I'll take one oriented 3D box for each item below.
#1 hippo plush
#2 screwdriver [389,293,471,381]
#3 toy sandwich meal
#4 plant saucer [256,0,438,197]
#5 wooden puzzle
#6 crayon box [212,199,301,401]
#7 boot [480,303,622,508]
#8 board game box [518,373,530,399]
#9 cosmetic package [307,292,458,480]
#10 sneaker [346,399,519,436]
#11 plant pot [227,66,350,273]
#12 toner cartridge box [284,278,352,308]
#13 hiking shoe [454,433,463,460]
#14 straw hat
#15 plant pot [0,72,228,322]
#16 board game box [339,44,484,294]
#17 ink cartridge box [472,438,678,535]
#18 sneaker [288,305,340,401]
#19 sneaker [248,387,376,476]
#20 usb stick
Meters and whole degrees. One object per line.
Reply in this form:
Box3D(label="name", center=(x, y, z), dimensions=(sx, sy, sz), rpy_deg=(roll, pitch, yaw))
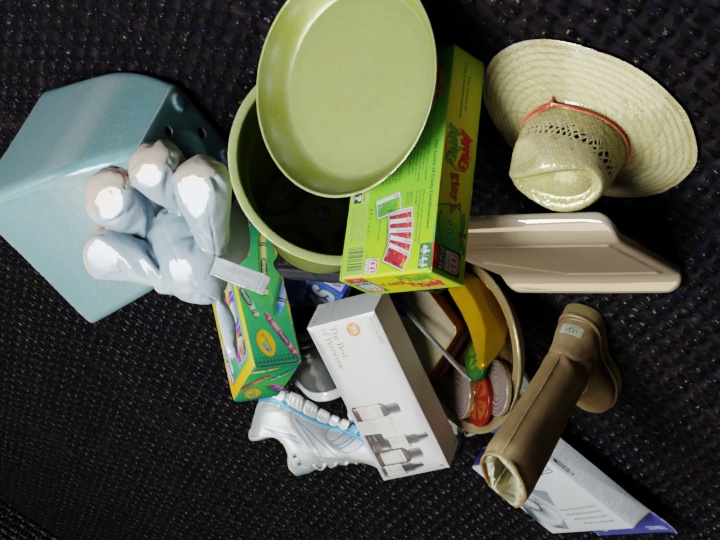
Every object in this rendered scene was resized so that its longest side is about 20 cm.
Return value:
Box3D(label="hippo plush", center=(-0.154, -0.049, 1.399), dimensions=(0.199, 0.161, 0.160), rpy_deg=(27, 109, 6))
Box3D(label="screwdriver", center=(0.058, 0.055, 1.494), dimensions=(0.200, 0.028, 0.029), rpy_deg=(49, 164, 36))
Box3D(label="toy sandwich meal", center=(0.093, 0.076, 1.526), dimensions=(0.205, 0.070, 0.207), rpy_deg=(21, 115, 55))
Box3D(label="plant saucer", center=(-0.007, -0.162, 1.251), dimensions=(0.199, 0.202, 0.031), rpy_deg=(8, -179, 38))
Box3D(label="wooden puzzle", center=(0.178, -0.020, 1.328), dimensions=(0.184, 0.038, 0.200), rpy_deg=(-1, 165, 30))
Box3D(label="crayon box", center=(-0.127, 0.034, 1.649), dimensions=(0.058, 0.202, 0.119), rpy_deg=(-8, 160, -20))
Box3D(label="boot", center=(0.194, 0.156, 1.495), dimensions=(0.066, 0.201, 0.176), rpy_deg=(13, 147, 32))
Box3D(label="board game box", center=(0.116, 0.107, 1.684), dimensions=(0.199, 0.026, 0.200), rpy_deg=(4, 142, 42))
Box3D(label="cosmetic package", center=(0.025, 0.121, 1.512), dimensions=(0.082, 0.051, 0.201), rpy_deg=(-16, 114, 23))
Box3D(label="sneaker", center=(0.079, 0.171, 1.639), dimensions=(0.199, 0.147, 0.081), rpy_deg=(34, 153, -3))
Box3D(label="plant pot", center=(-0.029, -0.078, 1.394), dimensions=(0.199, 0.201, 0.190), rpy_deg=(30, 164, 3))
Box3D(label="toner cartridge box", center=(-0.067, 0.035, 1.736), dimensions=(0.095, 0.043, 0.200), rpy_deg=(31, 152, 5))
Box3D(label="hiking shoe", center=(0.042, 0.158, 1.726), dimensions=(0.200, 0.075, 0.087), rpy_deg=(38, 161, 0))
Box3D(label="straw hat", center=(0.175, -0.098, 1.232), dimensions=(0.200, 0.085, 0.202), rpy_deg=(24, 151, 14))
Box3D(label="plant pot", center=(-0.251, -0.096, 1.569), dimensions=(0.199, 0.197, 0.197), rpy_deg=(-18, 126, 37))
Box3D(label="board game box", center=(0.045, -0.085, 1.253), dimensions=(0.101, 0.202, 0.047), rpy_deg=(-6, 161, 40))
Box3D(label="ink cartridge box", center=(0.257, 0.279, 1.775), dimensions=(0.200, 0.041, 0.199), rpy_deg=(37, 159, -9))
Box3D(label="sneaker", center=(-0.080, 0.082, 1.720), dimensions=(0.200, 0.070, 0.100), rpy_deg=(19, 127, 59))
Box3D(label="sneaker", center=(-0.041, 0.210, 1.711), dimensions=(0.199, 0.087, 0.075), rpy_deg=(24, 171, 7))
Box3D(label="usb stick", center=(0.000, 0.000, 1.504), dimensions=(0.199, 0.033, 0.055), rpy_deg=(5, 166, 33))
